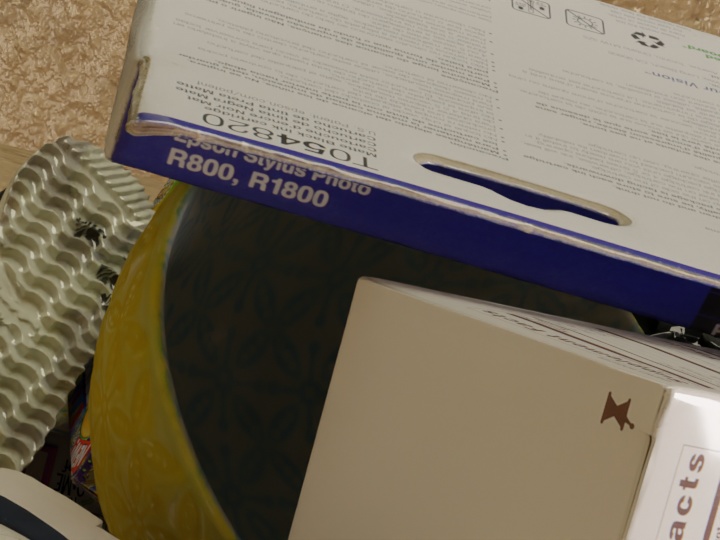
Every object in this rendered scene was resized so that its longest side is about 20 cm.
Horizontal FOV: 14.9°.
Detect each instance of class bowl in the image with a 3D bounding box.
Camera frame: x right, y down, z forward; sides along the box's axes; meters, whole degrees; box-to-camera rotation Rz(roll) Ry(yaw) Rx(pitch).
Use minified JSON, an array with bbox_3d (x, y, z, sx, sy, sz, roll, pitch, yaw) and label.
[{"bbox_3d":[-0.007,0.064,0.789,0.200,0.200,0.108,11,-35,-40],"label":"bowl"}]

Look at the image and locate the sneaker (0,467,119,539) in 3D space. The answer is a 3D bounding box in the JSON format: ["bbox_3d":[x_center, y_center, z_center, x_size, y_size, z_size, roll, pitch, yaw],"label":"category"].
[{"bbox_3d":[-0.060,0.103,0.613,0.200,0.077,0.080,13,15,40],"label":"sneaker"}]

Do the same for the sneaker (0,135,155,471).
[{"bbox_3d":[-0.143,0.042,0.912,0.070,0.100,0.200,47,40,-7],"label":"sneaker"}]

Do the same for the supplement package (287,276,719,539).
[{"bbox_3d":[0.091,0.079,0.669,0.200,0.114,0.109,13,4,-40],"label":"supplement package"}]

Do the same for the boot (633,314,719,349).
[{"bbox_3d":[0.154,0.063,0.936,0.200,0.076,0.168,16,21,-7],"label":"boot"}]

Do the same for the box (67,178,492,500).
[{"bbox_3d":[0.000,0.000,0.951,0.122,0.193,0.200,33,6,-12],"label":"box"}]

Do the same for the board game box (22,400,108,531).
[{"bbox_3d":[-0.128,0.060,1.069,0.134,0.034,0.200,15,5,6],"label":"board game box"}]

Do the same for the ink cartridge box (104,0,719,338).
[{"bbox_3d":[0.034,-0.033,0.735,0.199,0.041,0.200,16,23,-6],"label":"ink cartridge box"}]
